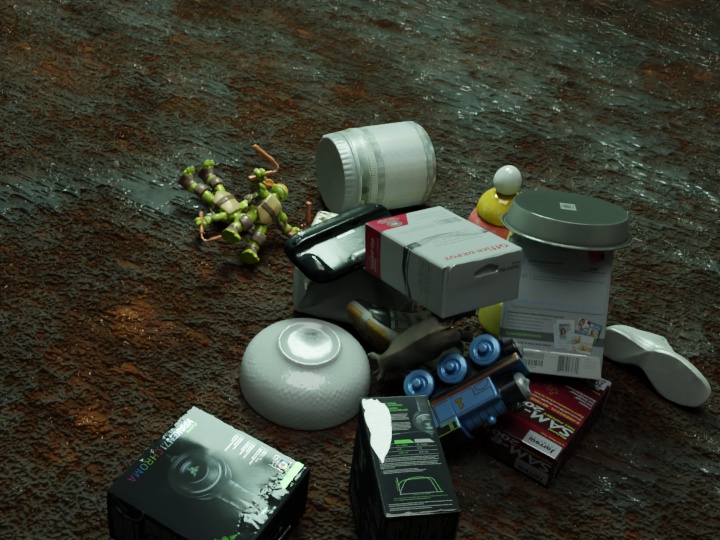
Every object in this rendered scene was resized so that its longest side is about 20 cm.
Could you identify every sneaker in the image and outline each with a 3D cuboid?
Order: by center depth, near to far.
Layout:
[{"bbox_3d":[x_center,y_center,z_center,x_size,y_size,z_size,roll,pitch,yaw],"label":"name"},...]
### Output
[{"bbox_3d":[0.073,0.093,1.507,0.199,0.076,0.088,32,69,14],"label":"sneaker"},{"bbox_3d":[0.485,0.141,1.547,0.088,0.076,0.200,-15,41,-44],"label":"sneaker"}]

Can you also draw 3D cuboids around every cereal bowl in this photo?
[{"bbox_3d":[-0.080,0.138,1.431,0.198,0.084,0.201,5,39,-4],"label":"cereal bowl"}]

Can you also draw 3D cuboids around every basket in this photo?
[{"bbox_3d":[0.000,0.000,1.570,0.198,0.136,0.124,12,42,6],"label":"basket"}]

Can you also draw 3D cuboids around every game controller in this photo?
[{"bbox_3d":[-0.019,-0.044,1.494,0.199,0.042,0.104,-25,63,-32],"label":"game controller"}]

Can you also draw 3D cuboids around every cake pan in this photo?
[{"bbox_3d":[0.313,-0.079,1.447,0.199,0.037,0.200,5,20,-2],"label":"cake pan"}]

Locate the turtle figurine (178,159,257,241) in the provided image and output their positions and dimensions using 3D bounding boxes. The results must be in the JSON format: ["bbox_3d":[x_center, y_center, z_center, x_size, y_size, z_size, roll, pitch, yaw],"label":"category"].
[{"bbox_3d":[-0.245,-0.129,1.751,0.200,0.065,0.161,-34,71,-33],"label":"turtle figurine"}]

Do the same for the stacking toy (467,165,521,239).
[{"bbox_3d":[0.249,-0.096,1.690,0.145,0.201,0.147,7,38,-5],"label":"stacking toy"}]

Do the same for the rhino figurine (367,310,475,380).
[{"bbox_3d":[0.079,0.111,1.394,0.087,0.200,0.060,-13,74,-46],"label":"rhino figurine"}]

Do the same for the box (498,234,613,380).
[{"bbox_3d":[0.289,0.054,1.429,0.155,0.202,0.041,5,1,2],"label":"box"}]

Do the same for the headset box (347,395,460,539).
[{"bbox_3d":[0.047,0.279,1.202,0.092,0.175,0.201,-1,37,-11],"label":"headset box"}]

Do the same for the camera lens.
[{"bbox_3d":[0.033,-0.192,1.807,0.199,0.161,0.160,-11,42,-23],"label":"camera lens"}]

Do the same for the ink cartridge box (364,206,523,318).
[{"bbox_3d":[0.118,-0.016,1.400,0.144,0.084,0.200,-13,28,-30],"label":"ink cartridge box"}]

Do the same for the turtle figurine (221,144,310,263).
[{"bbox_3d":[-0.175,-0.105,1.666,0.064,0.201,0.162,10,53,39],"label":"turtle figurine"}]

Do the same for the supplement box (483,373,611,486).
[{"bbox_3d":[0.278,0.215,1.416,0.108,0.061,0.200,26,42,24],"label":"supplement box"}]

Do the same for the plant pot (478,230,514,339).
[{"bbox_3d":[0.300,0.007,1.540,0.199,0.190,0.201,5,19,-2],"label":"plant pot"}]

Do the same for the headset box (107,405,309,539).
[{"bbox_3d":[-0.181,0.292,1.196,0.199,0.093,0.174,25,41,19],"label":"headset box"}]

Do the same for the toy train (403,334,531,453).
[{"bbox_3d":[0.150,0.175,1.351,0.199,0.087,0.115,-29,61,9],"label":"toy train"}]
